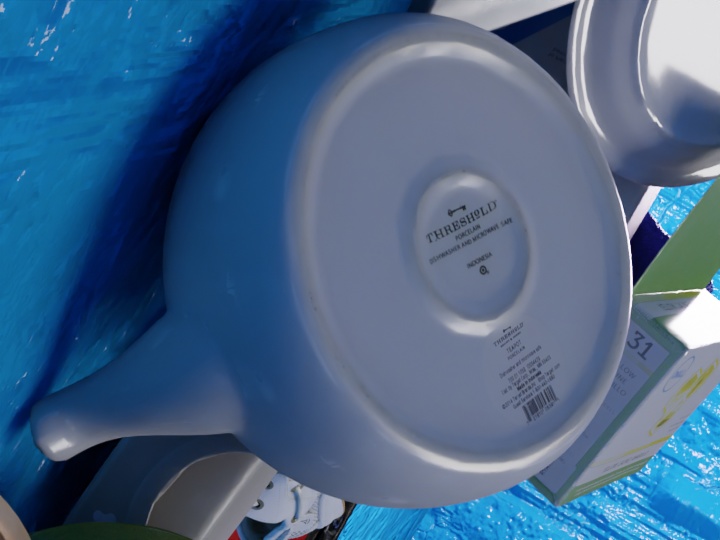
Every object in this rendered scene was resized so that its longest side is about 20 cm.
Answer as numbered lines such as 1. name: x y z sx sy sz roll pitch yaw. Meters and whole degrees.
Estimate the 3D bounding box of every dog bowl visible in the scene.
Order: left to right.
1. dog bowl: -0.074 0.095 0.816 0.200 0.059 0.200 -53 176 -6

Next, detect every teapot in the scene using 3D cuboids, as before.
1. teapot: 0.000 0.000 0.702 0.146 0.200 0.198 -15 -122 52

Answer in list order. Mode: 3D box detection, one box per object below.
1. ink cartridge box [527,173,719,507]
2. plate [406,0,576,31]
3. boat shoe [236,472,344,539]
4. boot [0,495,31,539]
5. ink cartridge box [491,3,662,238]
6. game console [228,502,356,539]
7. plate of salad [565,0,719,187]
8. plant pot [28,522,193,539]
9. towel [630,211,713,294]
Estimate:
1. ink cartridge box: 0.165 0.023 0.900 0.200 0.048 0.145 -51 161 17
2. plate: 0.113 -0.150 0.669 0.199 0.032 0.200 -20 173 -11
3. boat shoe: -0.052 0.108 0.996 0.069 0.071 0.200 -37 153 -16
4. boot: -0.161 0.145 0.490 0.155 0.074 0.200 -58 175 -45
5. ink cartridge box: 0.064 -0.033 0.939 0.200 0.147 0.145 -58 171 -11
6. game console: -0.044 0.093 1.157 0.200 0.118 0.172 -61 -158 10
7. plate of salad: 0.171 -0.131 0.835 0.200 0.048 0.200 -19 130 -24
8. plant pot: -0.095 0.201 0.642 0.193 0.200 0.201 -98 -155 -50
9. towel: 0.103 0.002 1.060 0.148 0.200 0.050 -43 134 5
